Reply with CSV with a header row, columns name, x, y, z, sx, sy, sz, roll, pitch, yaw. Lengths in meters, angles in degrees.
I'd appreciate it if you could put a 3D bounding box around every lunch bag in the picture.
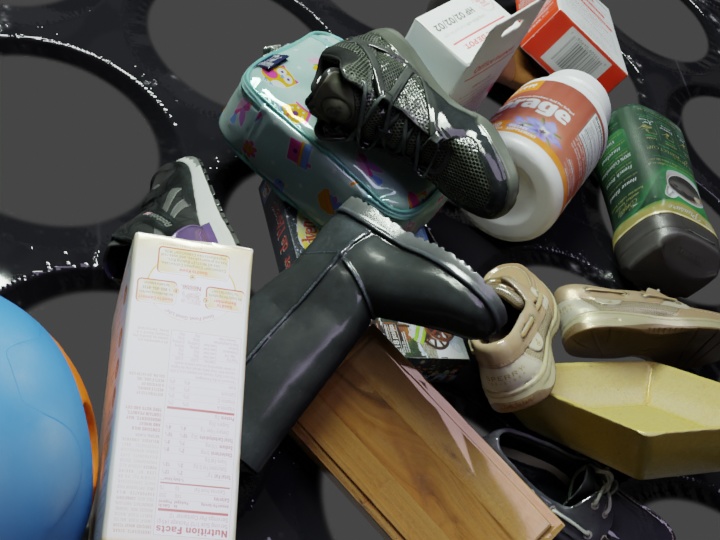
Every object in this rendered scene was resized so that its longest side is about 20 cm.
name,x,y,z,sx,sy,sz,roll,pitch,yaw
lunch bag,-0.011,-0.116,0.937,0.200,0.077,0.160,42,45,7

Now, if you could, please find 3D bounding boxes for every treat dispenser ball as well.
name,x,y,z,sx,sy,sz,roll,pitch,yaw
treat dispenser ball,-0.239,0.103,0.578,0.199,0.201,0.202,16,46,-18

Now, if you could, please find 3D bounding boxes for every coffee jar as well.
name,x,y,z,sx,sy,sz,roll,pitch,yaw
coffee jar,0.301,-0.071,1.132,0.104,0.085,0.201,23,43,-27

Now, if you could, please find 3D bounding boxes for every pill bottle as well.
name,x,y,z,sx,sy,sz,roll,pitch,yaw
pill bottle,0.178,-0.123,1.086,0.112,0.112,0.200,38,43,4

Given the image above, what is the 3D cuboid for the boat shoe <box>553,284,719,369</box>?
name,x,y,z,sx,sy,sz,roll,pitch,yaw
boat shoe,0.273,0.045,1.026,0.198,0.071,0.065,8,50,-24

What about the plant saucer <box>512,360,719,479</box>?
name,x,y,z,sx,sy,sz,roll,pitch,yaw
plant saucer,0.232,0.121,0.893,0.198,0.049,0.199,1,9,-29

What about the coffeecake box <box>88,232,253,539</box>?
name,x,y,z,sx,sy,sz,roll,pitch,yaw
coffeecake box,-0.116,0.104,0.646,0.072,0.154,0.202,8,65,-15

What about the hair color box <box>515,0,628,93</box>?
name,x,y,z,sx,sy,sz,roll,pitch,yaw
hair color box,0.234,-0.276,1.244,0.111,0.064,0.201,38,30,-18

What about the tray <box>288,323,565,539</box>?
name,x,y,z,sx,sy,sz,roll,pitch,yaw
tray,0.042,0.146,0.795,0.099,0.037,0.200,-41,77,-14

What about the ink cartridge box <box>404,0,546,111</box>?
name,x,y,z,sx,sy,sz,roll,pitch,yaw
ink cartridge box,0.079,-0.184,1.016,0.068,0.201,0.115,42,44,10

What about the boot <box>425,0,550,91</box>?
name,x,y,z,sx,sy,sz,roll,pitch,yaw
boot,0.176,-0.256,1.237,0.198,0.069,0.189,22,33,-20

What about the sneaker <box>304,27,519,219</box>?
name,x,y,z,sx,sy,sz,roll,pitch,yaw
sneaker,0.030,-0.106,0.845,0.114,0.076,0.200,-20,63,-39

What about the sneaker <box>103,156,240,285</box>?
name,x,y,z,sx,sy,sz,roll,pitch,yaw
sneaker,-0.149,-0.029,0.807,0.087,0.076,0.200,-7,27,-18

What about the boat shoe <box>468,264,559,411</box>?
name,x,y,z,sx,sy,sz,roll,pitch,yaw
boat shoe,0.122,0.035,0.896,0.200,0.071,0.065,-83,148,-66

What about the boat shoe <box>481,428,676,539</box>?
name,x,y,z,sx,sy,sz,roll,pitch,yaw
boat shoe,0.170,0.180,0.853,0.198,0.063,0.073,25,44,-10

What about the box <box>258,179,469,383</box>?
name,x,y,z,sx,sy,sz,roll,pitch,yaw
box,0.000,0.000,0.927,0.135,0.038,0.201,4,51,-28

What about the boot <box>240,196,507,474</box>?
name,x,y,z,sx,sy,sz,roll,pitch,yaw
boot,-0.018,0.059,0.766,0.164,0.066,0.200,32,67,34
